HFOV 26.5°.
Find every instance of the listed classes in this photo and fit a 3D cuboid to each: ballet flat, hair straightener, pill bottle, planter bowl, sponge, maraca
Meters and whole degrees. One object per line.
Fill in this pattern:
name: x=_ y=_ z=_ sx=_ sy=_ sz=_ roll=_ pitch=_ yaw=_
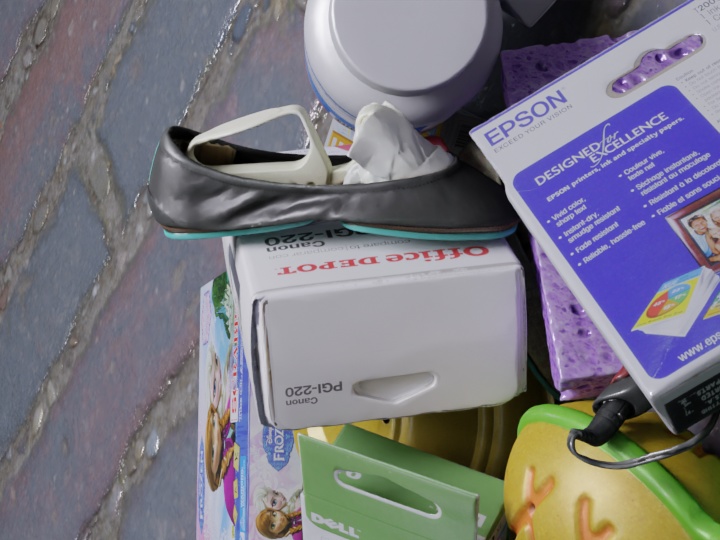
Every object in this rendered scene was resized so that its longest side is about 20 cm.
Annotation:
ballet flat: x=0.104 y=-0.014 z=0.896 sx=0.062 sy=0.067 sz=0.200 roll=-45 pitch=46 yaw=28
hair straightener: x=0.169 y=0.019 z=0.712 sx=0.200 sy=0.041 sz=0.077 roll=-44 pitch=23 yaw=-20
pill bottle: x=0.023 y=-0.136 z=0.881 sx=0.200 sy=0.112 sz=0.112 roll=-156 pitch=76 yaw=-87
planter bowl: x=0.017 y=0.090 z=0.945 sx=0.200 sy=0.083 sz=0.201 roll=-5 pitch=83 yaw=45
sponge: x=0.142 y=-0.035 z=0.804 sx=0.030 sy=0.111 sz=0.200 roll=81 pitch=-178 yaw=-63
maraca: x=0.147 y=0.135 z=0.750 sx=0.107 sy=0.137 sz=0.200 roll=-39 pitch=41 yaw=-18
ballet flat: x=-0.015 y=-0.051 z=0.797 sx=0.068 sy=0.200 sz=0.069 roll=-83 pitch=-9 yaw=-68

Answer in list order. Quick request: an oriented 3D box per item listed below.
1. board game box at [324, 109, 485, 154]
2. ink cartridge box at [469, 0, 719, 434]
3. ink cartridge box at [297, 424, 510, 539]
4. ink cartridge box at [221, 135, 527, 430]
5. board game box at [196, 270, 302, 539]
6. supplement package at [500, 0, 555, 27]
board game box: x=0.007 y=-0.032 z=1.069 sx=0.134 sy=0.034 sz=0.200 roll=36 pitch=111 yaw=54
ink cartridge box: x=0.178 y=-0.048 z=0.717 sx=0.198 sy=0.043 sz=0.200 roll=-31 pitch=47 yaw=2
ink cartridge box: x=0.026 y=0.149 z=0.853 sx=0.104 sy=0.059 sz=0.200 roll=18 pitch=139 yaw=19
ink cartridge box: x=0.000 y=0.000 z=0.867 sx=0.200 sy=0.145 sz=0.085 roll=-111 pitch=16 yaw=-61
board game box: x=-0.081 y=0.099 z=1.096 sx=0.200 sy=0.041 sz=0.200 roll=153 pitch=118 yaw=-73
supplement package: x=0.054 y=-0.255 z=0.887 sx=0.110 sy=0.200 sz=0.114 roll=-48 pitch=39 yaw=3
